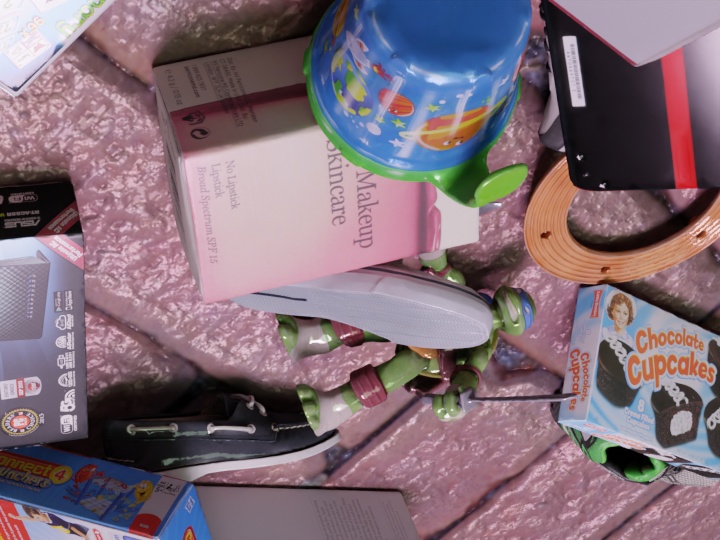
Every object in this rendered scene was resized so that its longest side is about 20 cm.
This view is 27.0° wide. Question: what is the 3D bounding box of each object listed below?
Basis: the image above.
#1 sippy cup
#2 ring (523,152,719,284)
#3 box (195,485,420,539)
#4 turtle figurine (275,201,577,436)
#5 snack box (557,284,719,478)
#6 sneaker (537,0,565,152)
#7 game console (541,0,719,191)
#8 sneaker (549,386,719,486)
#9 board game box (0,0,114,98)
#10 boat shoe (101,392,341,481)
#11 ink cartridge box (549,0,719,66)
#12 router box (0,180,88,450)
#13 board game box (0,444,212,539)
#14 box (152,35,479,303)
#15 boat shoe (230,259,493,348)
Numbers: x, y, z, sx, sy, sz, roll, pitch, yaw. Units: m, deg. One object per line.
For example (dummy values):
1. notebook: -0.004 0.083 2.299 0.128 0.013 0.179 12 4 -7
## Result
1. sippy cup: 0.040 -0.134 0.883 0.177 0.130 0.140 30 74 0
2. ring: 0.219 -0.061 1.161 0.200 0.019 0.201 -11 142 -9
3. box: -0.059 0.265 1.292 0.199 0.098 0.125 6 126 -25
4. turtle figurine: 0.038 0.040 1.115 0.193 0.200 0.144 -19 99 0
5. snack box: 0.254 0.097 1.268 0.200 0.117 0.037 22 161 -34
6. sneaker: 0.155 -0.172 1.040 0.080 0.074 0.200 17 128 0
7. game console: 0.214 -0.140 0.988 0.176 0.031 0.201 1 126 22
8. sneaker: 0.256 0.164 1.340 0.199 0.085 0.078 20 120 -34
9. board game box: -0.186 -0.208 0.886 0.200 0.035 0.126 -40 130 14
10. boat shoe: -0.106 0.127 1.178 0.199 0.076 0.061 -9 94 -33
11. ink cartridge box: 0.178 -0.247 0.835 0.145 0.145 0.200 36 80 -7
12. router box: -0.269 0.038 1.042 0.149 0.062 0.201 -6 130 -15
13. board game box: -0.204 0.225 1.154 0.195 0.056 0.201 11 135 22
14. box: -0.028 -0.076 1.009 0.199 0.109 0.128 -13 131 -10
15. boat shoe: 0.000 0.000 1.055 0.199 0.067 0.074 12 151 10
